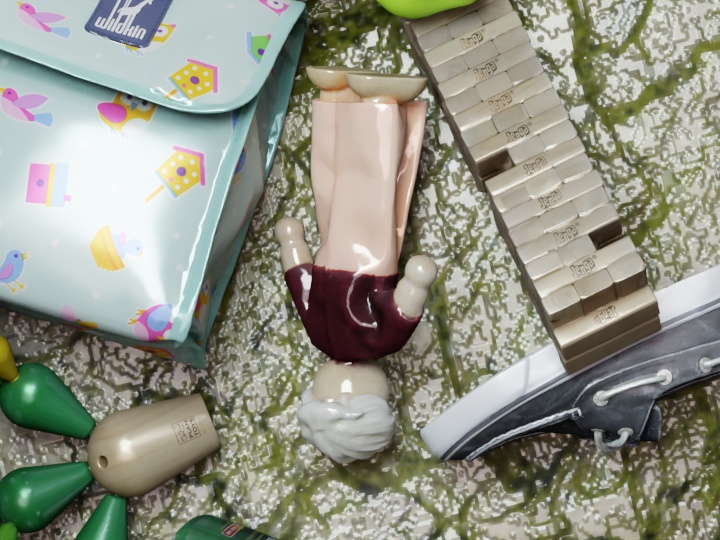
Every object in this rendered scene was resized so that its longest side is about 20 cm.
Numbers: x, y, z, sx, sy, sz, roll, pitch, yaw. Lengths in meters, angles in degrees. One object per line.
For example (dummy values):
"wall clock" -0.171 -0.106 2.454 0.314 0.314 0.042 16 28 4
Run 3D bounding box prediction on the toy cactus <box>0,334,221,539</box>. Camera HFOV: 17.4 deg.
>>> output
"toy cactus" -0.155 0.104 1.212 0.164 0.102 0.201 -23 75 -5

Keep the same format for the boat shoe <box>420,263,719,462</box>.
"boat shoe" 0.129 0.060 1.188 0.199 0.072 0.068 -26 83 -3

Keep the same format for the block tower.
"block tower" 0.084 -0.052 1.170 0.057 0.054 0.201 -25 63 -2

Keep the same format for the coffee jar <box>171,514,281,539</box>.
"coffee jar" -0.008 0.193 1.177 0.199 0.104 0.086 20 92 6

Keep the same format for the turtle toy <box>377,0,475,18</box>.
"turtle toy" -0.024 -0.190 1.176 0.199 0.146 0.102 15 102 15

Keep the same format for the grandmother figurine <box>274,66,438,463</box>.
"grandmother figurine" 0.000 0.000 1.198 0.060 0.121 0.202 0 100 -28

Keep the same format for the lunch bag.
"lunch bag" -0.130 -0.071 1.196 0.169 0.122 0.201 17 84 7
